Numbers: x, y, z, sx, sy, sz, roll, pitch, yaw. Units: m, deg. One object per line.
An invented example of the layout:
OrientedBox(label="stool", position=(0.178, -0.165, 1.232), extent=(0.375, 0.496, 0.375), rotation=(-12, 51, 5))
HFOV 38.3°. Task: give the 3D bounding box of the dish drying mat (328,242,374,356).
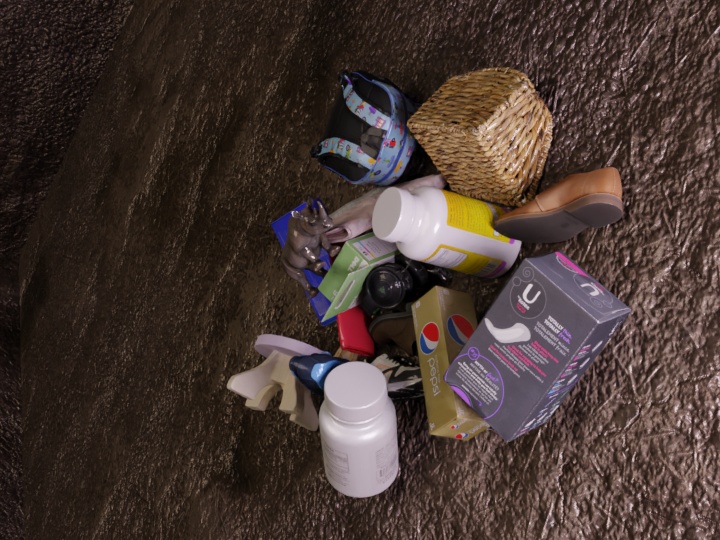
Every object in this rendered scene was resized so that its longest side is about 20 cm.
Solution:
OrientedBox(label="dish drying mat", position=(-0.015, 0.040, 1.682), extent=(0.018, 0.077, 0.200), rotation=(-31, 55, 39))

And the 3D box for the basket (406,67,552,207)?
OrientedBox(label="basket", position=(0.194, -0.198, 1.508), extent=(0.143, 0.149, 0.200), rotation=(-46, 27, -14))

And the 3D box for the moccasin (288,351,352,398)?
OrientedBox(label="moccasin", position=(-0.053, 0.155, 1.591), extent=(0.068, 0.200, 0.081), rotation=(18, 75, 19))

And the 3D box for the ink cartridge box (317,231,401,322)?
OrientedBox(label="ink cartridge box", position=(0.000, 0.000, 1.615), extent=(0.059, 0.200, 0.104), rotation=(44, 125, 17))

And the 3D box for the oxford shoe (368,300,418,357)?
OrientedBox(label="oxford shoe", position=(0.072, 0.098, 1.585), extent=(0.200, 0.073, 0.085), rotation=(-24, 73, 61))

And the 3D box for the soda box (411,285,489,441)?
OrientedBox(label="soda box", position=(0.125, 0.126, 1.416), extent=(0.064, 0.068, 0.200), rotation=(-42, 44, 43))

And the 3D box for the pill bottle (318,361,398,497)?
OrientedBox(label="pill bottle", position=(-0.003, 0.233, 1.530), extent=(0.114, 0.114, 0.200), rotation=(-113, 14, -45))

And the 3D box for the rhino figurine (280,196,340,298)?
OrientedBox(label="rhino figurine", position=(-0.079, -0.043, 1.581), extent=(0.087, 0.060, 0.200), rotation=(43, 150, 17))

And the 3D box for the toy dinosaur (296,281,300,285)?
OrientedBox(label="toy dinosaur", position=(-0.047, -0.019, 1.835), extent=(0.200, 0.102, 0.136), rotation=(-5, 88, 32))

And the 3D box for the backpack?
OrientedBox(label="backpack", position=(0.028, -0.224, 1.720), extent=(0.200, 0.134, 0.183), rotation=(40, 111, 58))

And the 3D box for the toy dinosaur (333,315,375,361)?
OrientedBox(label="toy dinosaur", position=(-0.015, 0.130, 1.708), extent=(0.058, 0.200, 0.101), rotation=(35, 147, 17))

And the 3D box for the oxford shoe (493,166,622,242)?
OrientedBox(label="oxford shoe", position=(0.260, -0.085, 1.357), extent=(0.200, 0.071, 0.071), rotation=(-16, 54, 46))

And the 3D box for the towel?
OrientedBox(label="towel", position=(0.013, -0.096, 1.659), extent=(0.191, 0.200, 0.032), rotation=(-6, 112, 59))

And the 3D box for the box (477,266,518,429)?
OrientedBox(label="box", position=(0.195, 0.106, 1.409), extent=(0.200, 0.035, 0.110), rotation=(-59, 34, 27))

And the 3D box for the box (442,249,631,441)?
OrientedBox(label="box", position=(0.215, 0.091, 1.276), extent=(0.122, 0.106, 0.200), rotation=(44, 120, 23))

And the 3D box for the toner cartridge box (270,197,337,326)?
OrientedBox(label="toner cartridge box", position=(-0.066, -0.014, 1.769), extent=(0.095, 0.043, 0.200), rotation=(-28, 88, 39))

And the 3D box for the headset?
OrientedBox(label="headset", position=(0.074, 0.017, 1.570), extent=(0.094, 0.123, 0.200), rotation=(49, 149, 9))

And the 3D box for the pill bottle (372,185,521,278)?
OrientedBox(label="pill bottle", position=(0.118, -0.057, 1.439), extent=(0.104, 0.200, 0.104), rotation=(-30, 53, 51))

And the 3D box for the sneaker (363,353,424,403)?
OrientedBox(label="sneaker", position=(0.053, 0.160, 1.588), extent=(0.200, 0.074, 0.080), rotation=(-19, 60, 55))

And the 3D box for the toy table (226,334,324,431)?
OrientedBox(label="toy table", position=(-0.132, 0.191, 1.806), extent=(0.117, 0.184, 0.200), rotation=(-67, 15, -17))
